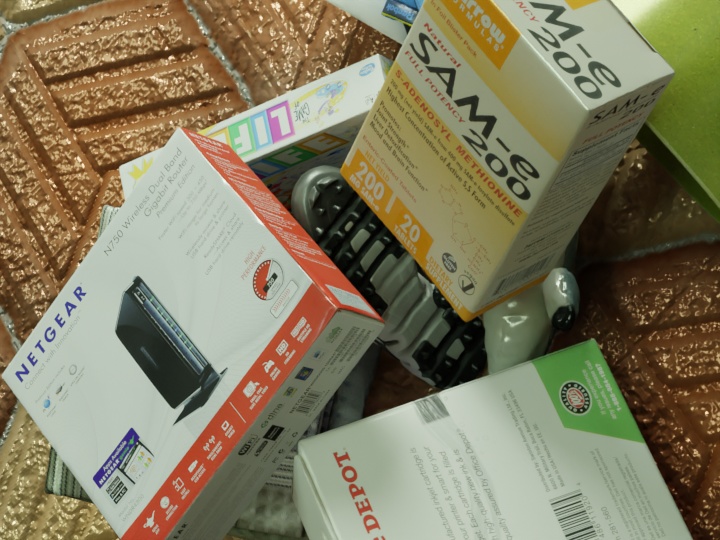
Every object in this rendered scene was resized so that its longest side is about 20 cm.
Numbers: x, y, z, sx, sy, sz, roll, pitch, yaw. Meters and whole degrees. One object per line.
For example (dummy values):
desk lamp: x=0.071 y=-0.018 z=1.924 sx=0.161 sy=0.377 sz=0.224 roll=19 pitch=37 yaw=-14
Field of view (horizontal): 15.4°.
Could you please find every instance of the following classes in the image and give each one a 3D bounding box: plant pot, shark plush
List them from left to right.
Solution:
shark plush: x=0.105 y=-0.024 z=1.652 sx=0.091 sy=0.083 sz=0.200 roll=-2 pitch=63 yaw=19
plant pot: x=0.234 y=-0.152 z=1.559 sx=0.200 sy=0.187 sz=0.187 roll=-42 pitch=62 yaw=3

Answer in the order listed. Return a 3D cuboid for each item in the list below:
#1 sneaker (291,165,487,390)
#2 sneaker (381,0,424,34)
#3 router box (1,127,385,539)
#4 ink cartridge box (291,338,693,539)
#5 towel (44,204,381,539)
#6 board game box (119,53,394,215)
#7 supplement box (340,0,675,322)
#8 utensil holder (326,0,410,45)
sneaker: x=0.000 y=0.000 z=1.657 sx=0.090 sy=0.200 sz=0.067 roll=26 pitch=73 yaw=46
sneaker: x=0.054 y=-0.188 z=1.587 sx=0.066 sy=0.078 sz=0.200 roll=-140 pitch=47 yaw=-66
router box: x=-0.104 y=0.048 z=1.582 sx=0.200 sy=0.049 sz=0.180 roll=-54 pitch=53 yaw=15
ink cartridge box: x=0.074 y=0.147 z=1.577 sx=0.200 sy=0.084 sz=0.146 roll=-18 pitch=66 yaw=-14
towel: x=-0.088 y=0.071 z=1.703 sx=0.035 sy=0.200 sz=0.193 roll=-179 pitch=102 yaw=-72
board game box: x=-0.036 y=-0.074 z=1.716 sx=0.200 sy=0.134 sz=0.034 roll=-21 pitch=70 yaw=26
supplement box: x=0.078 y=-0.083 z=1.503 sx=0.126 sy=0.073 sz=0.200 roll=50 pitch=142 yaw=19
utensil holder: x=0.036 y=-0.252 z=1.689 sx=0.170 sy=0.170 sz=0.200 roll=32 pitch=96 yaw=31
